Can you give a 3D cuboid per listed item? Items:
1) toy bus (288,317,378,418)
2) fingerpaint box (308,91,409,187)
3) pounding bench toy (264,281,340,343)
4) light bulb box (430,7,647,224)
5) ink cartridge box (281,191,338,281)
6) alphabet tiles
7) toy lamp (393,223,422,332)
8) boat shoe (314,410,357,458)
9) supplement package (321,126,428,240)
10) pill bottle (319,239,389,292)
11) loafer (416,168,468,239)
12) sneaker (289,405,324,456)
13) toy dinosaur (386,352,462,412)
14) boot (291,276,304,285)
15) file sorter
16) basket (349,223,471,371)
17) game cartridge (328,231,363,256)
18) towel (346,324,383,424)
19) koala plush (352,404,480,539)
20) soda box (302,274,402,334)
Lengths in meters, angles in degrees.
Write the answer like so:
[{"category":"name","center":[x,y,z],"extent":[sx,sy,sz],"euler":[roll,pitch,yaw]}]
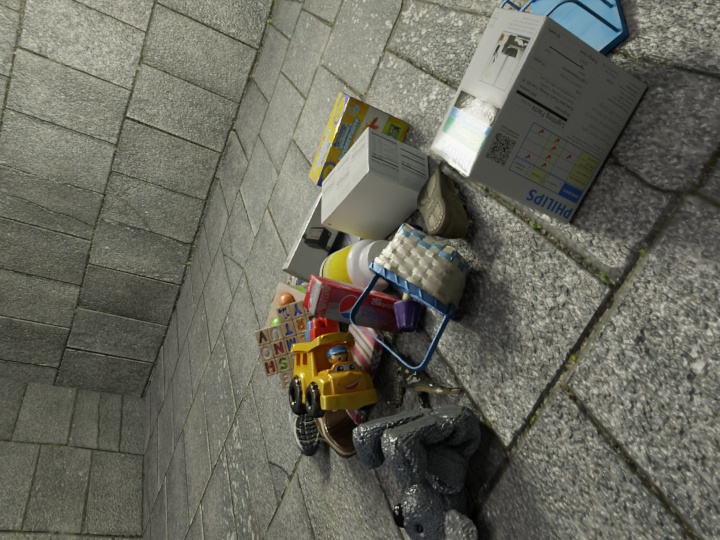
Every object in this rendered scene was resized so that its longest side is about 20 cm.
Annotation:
[{"category":"toy bus","center":[-0.058,0.174,1.075],"extent":[0.199,0.132,0.199],"euler":[-16,76,63]},{"category":"fingerpaint box","center":[-0.006,-0.274,1.275],"extent":[0.205,0.163,0.074],"euler":[-67,29,16]},{"category":"pounding bench toy","center":[-0.158,0.094,1.300],"extent":[0.196,0.155,0.128],"euler":[23,98,22]},{"category":"light bulb box","center":[0.232,-0.203,0.752],"extent":[0.204,0.193,0.125],"euler":[-63,28,18]},{"category":"ink cartridge box","center":[-0.115,-0.076,1.397],"extent":[0.205,0.082,0.145],"euler":[-65,11,-7]},{"category":"alphabet tiles","center":[-0.132,0.155,1.202],"extent":[0.194,0.008,0.173],"euler":[-17,87,17]},{"category":"toy lamp","center":[0.092,0.014,1.066],"extent":[0.058,0.057,0.207],"euler":[-28,54,54]},{"category":"boat shoe","center":[-0.054,0.335,1.193],"extent":[0.203,0.072,0.077],"euler":[-130,36,-57]},{"category":"supplement package","center":[0.028,-0.169,1.170],"extent":[0.199,0.152,0.114],"euler":[-39,43,48]},{"category":"pill bottle","center":[0.000,0.000,1.188],"extent":[0.198,0.110,0.116],"euler":[-20,59,59]},{"category":"loafer","center":[0.150,-0.115,1.014],"extent":[0.077,0.066,0.203],"euler":[-51,20,32]},{"category":"sneaker","center":[-0.129,0.367,1.318],"extent":[0.201,0.075,0.089],"euler":[-111,32,-59]},{"category":"toy dinosaur","center":[0.095,0.208,0.982],"extent":[0.199,0.047,0.091],"euler":[22,90,60]},{"category":"boot","center":[-0.151,0.055,1.489],"extent":[0.090,0.071,0.206],"euler":[135,141,-53]},{"category":"file sorter","center":[0.285,-0.403,0.832],"extent":[0.138,0.120,0.206],"euler":[-34,47,50]},{"category":"basket","center":[0.088,0.043,0.946],"extent":[0.175,0.139,0.203],"euler":[33,87,34]},{"category":"game cartridge","center":[-0.044,-0.027,1.369],"extent":[0.202,0.040,0.135],"euler":[-58,29,32]},{"category":"towel","center":[-0.003,0.196,1.169],"extent":[0.146,0.029,0.206],"euler":[-139,60,-63]},{"category":"koala plush","center":[0.106,0.316,0.821],"extent":[0.177,0.178,0.207],"euler":[157,103,-67]},{"category":"soda box","center":[-0.008,0.066,1.075],"extent":[0.070,0.195,0.065],"euler":[30,103,62]}]
